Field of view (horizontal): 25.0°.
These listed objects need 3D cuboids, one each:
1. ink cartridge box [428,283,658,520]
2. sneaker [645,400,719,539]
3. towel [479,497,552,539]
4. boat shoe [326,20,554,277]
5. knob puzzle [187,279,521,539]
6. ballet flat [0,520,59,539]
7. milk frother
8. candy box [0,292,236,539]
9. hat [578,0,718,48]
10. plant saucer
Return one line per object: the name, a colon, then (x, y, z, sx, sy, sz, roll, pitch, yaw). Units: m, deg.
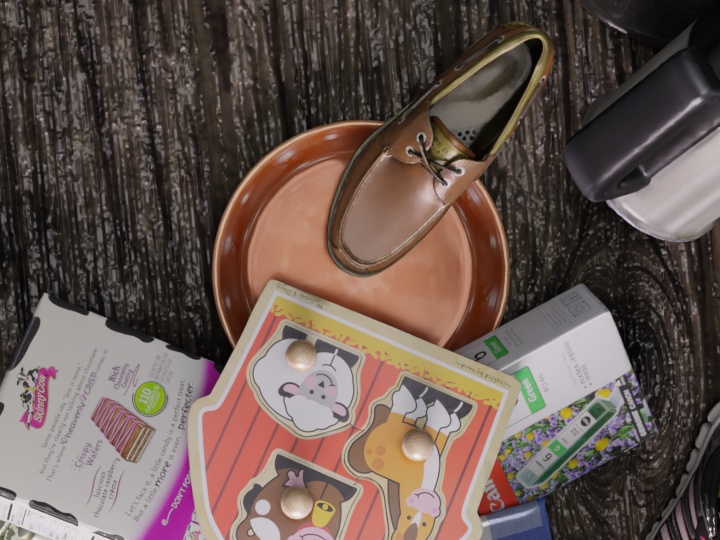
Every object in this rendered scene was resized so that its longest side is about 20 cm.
ink cartridge box: (0.087, 0.105, 1.074, 0.199, 0.050, 0.109, -28, 118, -4)
sneaker: (0.242, 0.181, 1.090, 0.073, 0.087, 0.201, 21, 90, -5)
towel: (0.042, 0.239, 1.086, 0.199, 0.024, 0.147, -16, 110, -3)
boat shoe: (0.048, -0.081, 1.043, 0.072, 0.068, 0.200, 37, 88, -7)
knob puzzle: (-0.016, 0.124, 0.997, 0.219, 0.030, 0.221, 0, 75, -1)
ballet flat: (-0.219, 0.194, 1.061, 0.072, 0.072, 0.200, 39, 87, -5)
milk frother: (0.204, -0.149, 1.016, 0.180, 0.188, 0.201, 2, 63, -32)
candy box: (-0.140, 0.118, 1.042, 0.199, 0.061, 0.137, 24, 61, -6)
hat: (0.219, -0.249, 1.072, 0.201, 0.200, 0.081, 52, 44, -4)
plant saucer: (0.000, 0.000, 1.091, 0.199, 0.032, 0.201, 0, 93, -5)
